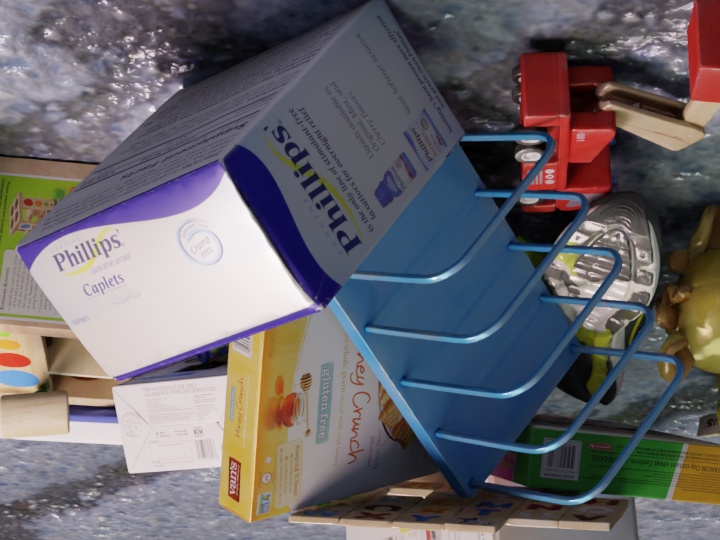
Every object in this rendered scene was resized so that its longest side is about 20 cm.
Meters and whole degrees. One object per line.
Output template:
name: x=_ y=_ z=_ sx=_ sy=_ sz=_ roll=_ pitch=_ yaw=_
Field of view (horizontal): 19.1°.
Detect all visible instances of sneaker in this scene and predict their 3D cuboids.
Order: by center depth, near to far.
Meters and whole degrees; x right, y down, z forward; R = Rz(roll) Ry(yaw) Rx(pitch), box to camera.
sneaker: x=0.165 y=0.004 z=1.450 sx=0.074 sy=0.085 sz=0.201 roll=22 pitch=144 yaw=9

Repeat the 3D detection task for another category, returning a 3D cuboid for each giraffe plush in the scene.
giraffe plush: x=0.281 y=0.039 z=1.489 sx=0.199 sy=0.174 sz=0.162 roll=-30 pitch=131 yaw=23

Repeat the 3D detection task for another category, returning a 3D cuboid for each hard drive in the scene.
hard drive: x=-0.160 y=0.108 z=1.602 sx=0.198 sy=0.026 sz=0.132 roll=0 pitch=-175 yaw=33

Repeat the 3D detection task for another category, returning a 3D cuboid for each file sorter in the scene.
file sorter: x=0.092 y=0.030 z=1.324 sx=0.122 sy=0.139 sz=0.201 roll=5 pitch=137 yaw=49

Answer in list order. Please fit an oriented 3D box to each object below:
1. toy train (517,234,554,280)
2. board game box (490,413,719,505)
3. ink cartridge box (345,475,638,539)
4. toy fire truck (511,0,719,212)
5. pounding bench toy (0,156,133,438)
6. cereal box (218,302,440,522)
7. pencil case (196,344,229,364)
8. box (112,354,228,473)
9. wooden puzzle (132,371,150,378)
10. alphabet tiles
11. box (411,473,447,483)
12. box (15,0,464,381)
toy train: x=0.092 y=0.024 z=1.488 sx=0.116 sy=0.085 sz=0.200 roll=-50 pitch=153 yaw=12
board game box: x=0.151 y=0.128 z=1.518 sx=0.152 sy=0.041 sz=0.200 roll=7 pitch=179 yaw=-17
ink cartridge box: x=0.101 y=0.217 z=1.679 sx=0.144 sy=0.084 sz=0.200 roll=5 pitch=162 yaw=-33
toy fire truck: x=0.164 y=-0.097 z=1.329 sx=0.140 sy=0.049 sz=0.200 roll=-2 pitch=157 yaw=3
pounding bench toy: x=-0.222 y=0.047 z=1.507 sx=0.123 sy=0.202 sz=0.156 roll=4 pitch=155 yaw=-3
cereal box: x=0.002 y=0.070 z=1.371 sx=0.199 sy=0.145 sz=0.039 roll=-11 pitch=-157 yaw=-39
pencil case: x=-0.036 y=-0.009 z=1.423 sx=0.199 sy=0.087 sz=0.078 roll=-24 pitch=126 yaw=-4
box: x=-0.063 y=0.080 z=1.469 sx=0.116 sy=0.061 sz=0.199 roll=-7 pitch=-173 yaw=35
wooden puzzle: x=-0.124 y=0.072 z=1.653 sx=0.199 sy=0.038 sz=0.184 roll=-1 pitch=180 yaw=45
alphabet tiles: x=0.070 y=0.153 z=1.392 sx=0.198 sy=0.008 sz=0.167 roll=1 pitch=-178 yaw=14
box: x=0.028 y=0.140 z=1.687 sx=0.199 sy=0.079 sz=0.095 roll=10 pitch=160 yaw=-43
box: x=-0.068 y=-0.047 z=1.267 sx=0.183 sy=0.200 sz=0.105 roll=-20 pitch=110 yaw=40
